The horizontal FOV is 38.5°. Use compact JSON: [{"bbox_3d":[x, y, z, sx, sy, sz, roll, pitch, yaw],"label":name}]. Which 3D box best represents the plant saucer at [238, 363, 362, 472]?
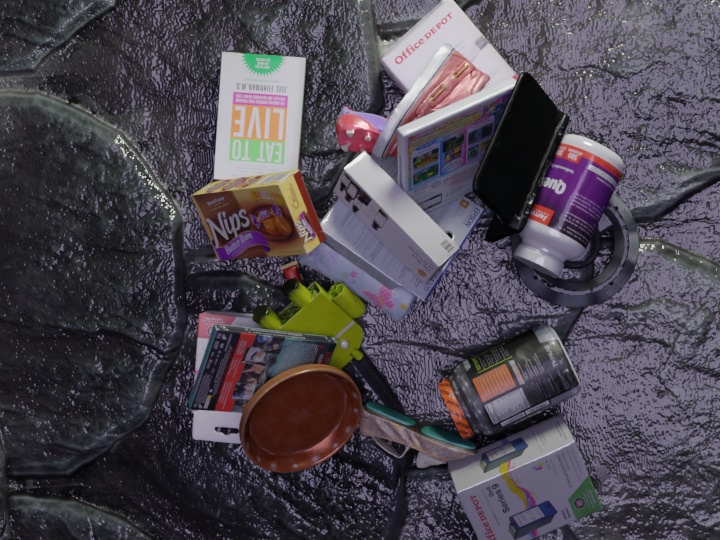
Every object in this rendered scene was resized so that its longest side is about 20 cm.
[{"bbox_3d":[-0.094,0.227,1.603,0.200,0.032,0.201,-13,126,-18],"label":"plant saucer"}]

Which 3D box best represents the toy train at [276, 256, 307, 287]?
[{"bbox_3d":[-0.107,0.013,1.641,0.034,0.046,0.201,-18,92,3],"label":"toy train"}]

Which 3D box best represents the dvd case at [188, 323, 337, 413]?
[{"bbox_3d":[-0.148,0.155,1.565,0.199,0.022,0.146,8,116,-27],"label":"dvd case"}]

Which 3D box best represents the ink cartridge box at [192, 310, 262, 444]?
[{"bbox_3d":[-0.203,0.170,1.644,0.116,0.067,0.201,5,92,2],"label":"ink cartridge box"}]

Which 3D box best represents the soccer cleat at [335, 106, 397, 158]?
[{"bbox_3d":[0.058,-0.202,1.587,0.199,0.077,0.067,12,138,-13],"label":"soccer cleat"}]

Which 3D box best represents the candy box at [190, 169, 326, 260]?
[{"bbox_3d":[-0.157,-0.082,1.564,0.199,0.056,0.117,-3,117,40],"label":"candy box"}]

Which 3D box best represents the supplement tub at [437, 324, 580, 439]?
[{"bbox_3d":[0.228,0.176,1.601,0.199,0.123,0.123,-25,92,4],"label":"supplement tub"}]

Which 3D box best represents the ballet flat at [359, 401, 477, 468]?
[{"bbox_3d":[0.087,0.271,1.631,0.199,0.068,0.068,20,100,21],"label":"ballet flat"}]

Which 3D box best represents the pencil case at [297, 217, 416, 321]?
[{"bbox_3d":[0.000,0.000,1.617,0.200,0.083,0.091,31,138,0],"label":"pencil case"}]

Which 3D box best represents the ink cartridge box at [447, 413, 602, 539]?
[{"bbox_3d":[0.254,0.336,1.609,0.199,0.088,0.146,-23,114,5],"label":"ink cartridge box"}]

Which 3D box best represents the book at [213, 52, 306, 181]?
[{"bbox_3d":[-0.158,-0.238,1.633,0.133,0.048,0.201,3,91,0],"label":"book"}]

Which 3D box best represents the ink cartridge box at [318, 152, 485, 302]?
[{"bbox_3d":[0.061,-0.074,1.591,0.200,0.043,0.197,36,65,0],"label":"ink cartridge box"}]

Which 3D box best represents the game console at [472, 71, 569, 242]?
[{"bbox_3d":[0.216,-0.163,1.526,0.116,0.176,0.201,28,76,-11],"label":"game console"}]

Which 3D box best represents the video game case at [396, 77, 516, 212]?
[{"bbox_3d":[0.143,-0.176,1.526,0.199,0.182,0.024,-26,54,-17],"label":"video game case"}]

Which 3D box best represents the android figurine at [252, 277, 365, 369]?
[{"bbox_3d":[-0.073,0.099,1.602,0.182,0.041,0.200,-41,127,4],"label":"android figurine"}]

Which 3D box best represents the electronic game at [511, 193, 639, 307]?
[{"bbox_3d":[0.337,-0.042,1.623,0.199,0.042,0.201,0,85,5],"label":"electronic game"}]

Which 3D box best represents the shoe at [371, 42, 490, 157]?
[{"bbox_3d":[0.105,-0.231,1.515,0.091,0.071,0.200,35,82,0],"label":"shoe"}]

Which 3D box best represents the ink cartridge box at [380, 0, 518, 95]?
[{"bbox_3d":[0.147,-0.295,1.595,0.146,0.083,0.200,-41,92,4],"label":"ink cartridge box"}]

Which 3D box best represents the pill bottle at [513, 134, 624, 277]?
[{"bbox_3d":[0.307,-0.096,1.552,0.112,0.112,0.201,26,88,0],"label":"pill bottle"}]

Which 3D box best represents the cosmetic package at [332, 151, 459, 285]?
[{"bbox_3d":[0.049,-0.075,1.523,0.200,0.083,0.051,46,68,6],"label":"cosmetic package"}]
